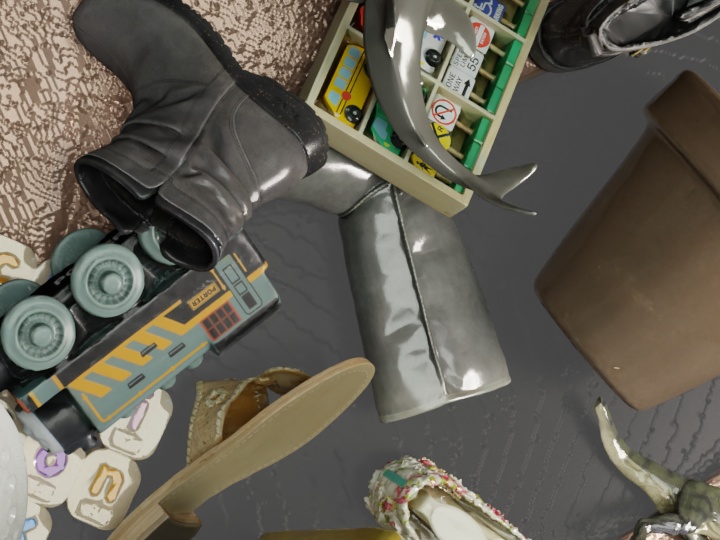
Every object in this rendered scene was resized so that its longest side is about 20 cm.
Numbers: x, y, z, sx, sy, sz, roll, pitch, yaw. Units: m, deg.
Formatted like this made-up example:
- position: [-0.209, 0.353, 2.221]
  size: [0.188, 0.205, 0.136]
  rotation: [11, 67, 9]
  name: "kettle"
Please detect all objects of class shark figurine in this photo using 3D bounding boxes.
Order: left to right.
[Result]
- position: [0.034, -0.129, 1.263]
  size: [0.128, 0.090, 0.215]
  rotation: [-11, 90, 0]
  name: "shark figurine"

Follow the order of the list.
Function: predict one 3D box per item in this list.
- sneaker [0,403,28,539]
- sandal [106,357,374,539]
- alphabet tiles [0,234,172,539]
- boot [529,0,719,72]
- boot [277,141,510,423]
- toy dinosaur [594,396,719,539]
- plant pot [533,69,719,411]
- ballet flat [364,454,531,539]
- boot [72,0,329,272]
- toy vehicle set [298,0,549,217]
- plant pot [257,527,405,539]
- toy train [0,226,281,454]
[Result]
- position: [-0.294, 0.099, 1.264]
  size: [0.081, 0.146, 0.200]
  rotation: [-60, 149, -45]
  name: "sneaker"
- position: [-0.094, 0.104, 1.331]
  size: [0.212, 0.078, 0.070]
  rotation: [-41, 66, 2]
  name: "sandal"
- position: [-0.225, 0.086, 1.319]
  size: [0.200, 0.015, 0.196]
  rotation: [25, 85, -15]
  name: "alphabet tiles"
- position: [0.209, -0.179, 1.353]
  size: [0.200, 0.174, 0.069]
  rotation: [-30, 99, -13]
  name: "boot"
- position: [0.000, 0.000, 1.360]
  size: [0.181, 0.073, 0.200]
  rotation: [-10, 100, -15]
  name: "boot"
- position: [0.224, 0.176, 1.435]
  size: [0.200, 0.047, 0.088]
  rotation: [32, 68, -14]
  name: "toy dinosaur"
- position: [0.214, -0.004, 1.370]
  size: [0.175, 0.200, 0.200]
  rotation: [-40, 102, 8]
  name: "plant pot"
- position: [0.086, 0.198, 1.386]
  size: [0.200, 0.064, 0.076]
  rotation: [37, 81, -14]
  name: "ballet flat"
- position: [-0.129, -0.093, 1.256]
  size: [0.200, 0.070, 0.132]
  rotation: [33, 52, 22]
  name: "boot"
- position: [0.045, -0.149, 1.349]
  size: [0.124, 0.027, 0.200]
  rotation: [30, 63, -14]
  name: "toy vehicle set"
- position: [-0.034, 0.295, 1.265]
  size: [0.200, 0.195, 0.194]
  rotation: [-41, 101, -25]
  name: "plant pot"
- position: [-0.145, 0.027, 1.295]
  size: [0.200, 0.085, 0.114]
  rotation: [-39, 111, -12]
  name: "toy train"
